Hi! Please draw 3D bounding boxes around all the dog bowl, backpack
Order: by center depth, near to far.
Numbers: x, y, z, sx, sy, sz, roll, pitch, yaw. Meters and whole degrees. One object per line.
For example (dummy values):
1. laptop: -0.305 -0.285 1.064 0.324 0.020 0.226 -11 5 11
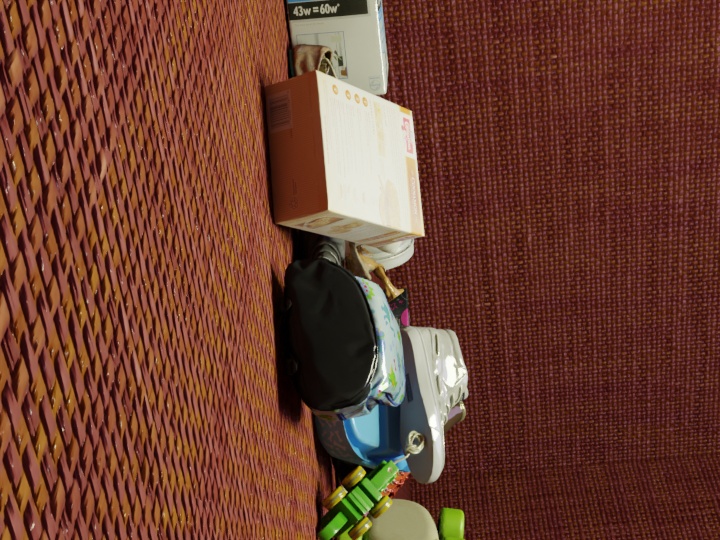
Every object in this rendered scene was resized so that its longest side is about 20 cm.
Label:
1. backpack: -0.017 0.088 1.376 0.200 0.153 0.164 109 -28 -66
2. dog bowl: 0.011 0.194 1.624 0.200 0.049 0.112 27 56 -54

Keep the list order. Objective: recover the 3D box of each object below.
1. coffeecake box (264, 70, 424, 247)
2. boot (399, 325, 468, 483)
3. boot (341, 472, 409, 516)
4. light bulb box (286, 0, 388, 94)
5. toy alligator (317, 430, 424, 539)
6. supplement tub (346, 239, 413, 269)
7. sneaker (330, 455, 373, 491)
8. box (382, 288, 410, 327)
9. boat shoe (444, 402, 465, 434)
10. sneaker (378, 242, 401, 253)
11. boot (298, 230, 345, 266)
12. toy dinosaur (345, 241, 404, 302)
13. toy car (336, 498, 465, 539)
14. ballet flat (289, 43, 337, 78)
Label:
1. coffeecake box: -0.014 -0.118 1.432 0.200 0.073 0.154 12 69 -56
2. boot: 0.101 0.167 1.641 0.073 0.095 0.201 -25 -112 54
3. boot: 0.021 0.303 1.774 0.075 0.107 0.201 76 11 -78
4. light bulb box: -0.032 -0.356 1.776 0.198 0.124 0.201 -86 171 -69
5. toy alligator: 0.007 0.264 1.543 0.200 0.059 0.054 -40 178 -40
6. supplement tub: 0.010 -0.113 1.919 0.145 0.144 0.201 -89 172 -62
7. sneaker: -0.018 0.199 1.684 0.095 0.079 0.201 17 63 -70
8. box: 0.017 0.138 1.886 0.200 0.114 0.133 -87 172 -55
9. boat shoe: 0.113 0.197 1.842 0.202 0.074 0.075 -82 168 -66
10. sneaker: 0.015 -0.106 1.693 0.200 0.080 0.147 -105 178 -58
11. boot: -0.043 -0.039 1.525 0.132 0.069 0.201 -92 174 -62
12. toy dinosaur: 0.000 0.000 1.590 0.106 0.060 0.200 53 -2 2
13. toy car: 0.044 0.413 1.678 0.158 0.163 0.201 -83 179 -74
14. ballet flat: -0.053 -0.202 1.647 0.068 0.067 0.201 73 13 -72
